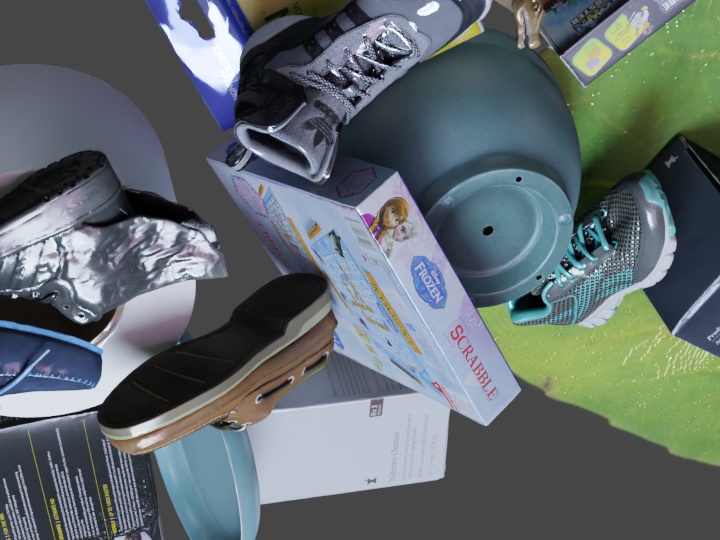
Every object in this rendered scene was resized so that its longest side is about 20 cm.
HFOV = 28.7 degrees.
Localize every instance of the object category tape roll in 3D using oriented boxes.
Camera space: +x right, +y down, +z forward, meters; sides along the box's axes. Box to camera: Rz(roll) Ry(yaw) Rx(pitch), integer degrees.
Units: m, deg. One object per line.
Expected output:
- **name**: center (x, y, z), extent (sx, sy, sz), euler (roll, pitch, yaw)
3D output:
- **tape roll**: center (-0.220, -0.020, 0.955), extent (0.202, 0.139, 0.203), euler (-8, 128, -11)

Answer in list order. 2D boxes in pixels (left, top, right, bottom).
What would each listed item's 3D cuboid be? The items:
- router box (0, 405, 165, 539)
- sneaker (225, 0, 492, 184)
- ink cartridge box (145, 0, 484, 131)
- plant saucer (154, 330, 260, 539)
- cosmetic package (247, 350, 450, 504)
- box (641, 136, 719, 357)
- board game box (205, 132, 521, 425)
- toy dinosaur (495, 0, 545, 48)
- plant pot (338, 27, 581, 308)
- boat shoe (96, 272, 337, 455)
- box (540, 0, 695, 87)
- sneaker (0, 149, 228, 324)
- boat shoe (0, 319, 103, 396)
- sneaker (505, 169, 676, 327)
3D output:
- **router box**: center (-0.244, 0.179, 1.154), extent (0.149, 0.051, 0.200), euler (-9, 128, -9)
- **sneaker**: center (-0.005, -0.118, 0.867), extent (0.200, 0.114, 0.075), euler (-19, 134, 39)
- **ink cartridge box**: center (-0.043, -0.200, 0.935), extent (0.200, 0.047, 0.198), euler (-28, 128, 2)
- **plant saucer**: center (-0.121, 0.130, 1.068), extent (0.027, 0.200, 0.200), euler (-17, 131, -23)
- **cosmetic package**: center (-0.033, 0.122, 1.159), extent (0.200, 0.081, 0.113), euler (-9, 130, -12)
- **box**: center (0.318, 0.003, 1.138), extent (0.200, 0.148, 0.104), euler (24, 117, -30)
- **board game box**: center (0.000, 0.000, 0.988), extent (0.041, 0.199, 0.200), euler (-42, 123, -18)
- **toy dinosaur**: center (0.053, -0.224, 0.867), extent (0.101, 0.058, 0.200), euler (-16, 126, 17)
- **plant pot**: center (0.078, -0.058, 1.024), extent (0.200, 0.134, 0.200), euler (-9, 128, -12)
- **boat shoe**: center (-0.085, 0.077, 0.944), extent (0.200, 0.072, 0.068), euler (-32, 126, -36)
- **box**: center (0.204, -0.222, 0.954), extent (0.200, 0.110, 0.035), euler (-38, 128, 12)
- **sneaker**: center (-0.190, -0.001, 0.851), extent (0.200, 0.060, 0.104), euler (-27, 125, -1)
- **boat shoe**: center (-0.261, 0.067, 0.865), extent (0.200, 0.069, 0.084), euler (4, 162, -9)
- **sneaker**: center (0.172, -0.005, 1.086), extent (0.091, 0.078, 0.200), euler (-10, 153, -21)
